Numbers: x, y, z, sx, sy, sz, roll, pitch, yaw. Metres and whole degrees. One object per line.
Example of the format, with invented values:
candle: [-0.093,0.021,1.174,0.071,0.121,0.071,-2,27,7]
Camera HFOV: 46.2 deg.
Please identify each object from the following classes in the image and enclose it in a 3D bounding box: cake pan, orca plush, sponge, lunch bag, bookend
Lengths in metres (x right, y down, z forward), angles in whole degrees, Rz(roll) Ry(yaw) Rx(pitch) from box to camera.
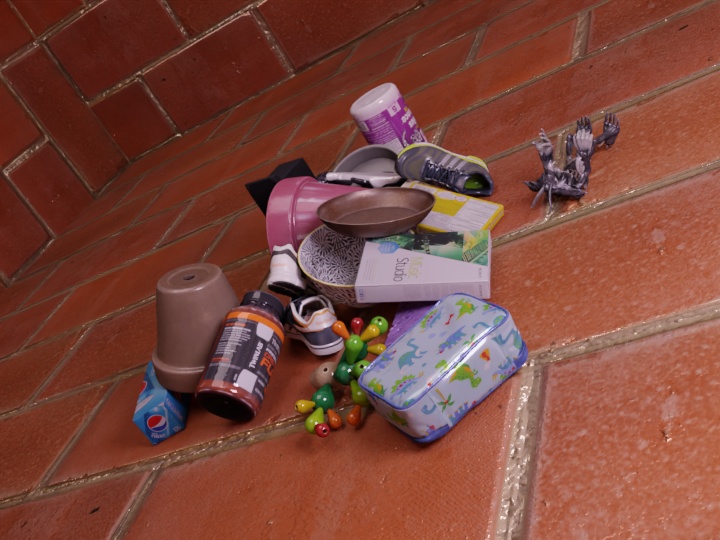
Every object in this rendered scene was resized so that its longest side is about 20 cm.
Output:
cake pan: [0.016,-0.158,1.701,0.199,0.037,0.201,-14,61,27]
orca plush: [0.002,-0.152,1.638,0.199,0.071,0.105,2,14,21]
sponge: [0.109,0.051,1.286,0.111,0.030,0.200,-20,26,28]
lunch bag: [0.104,0.120,1.090,0.200,0.083,0.161,-41,25,-16]
bookend: [-0.109,-0.162,1.776,0.092,0.200,0.199,-10,33,43]

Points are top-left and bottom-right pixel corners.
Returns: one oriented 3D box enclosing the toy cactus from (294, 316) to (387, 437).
toy cactus: [-0.037,0.149,1.211,0.165,0.102,0.201,-24,40,62]

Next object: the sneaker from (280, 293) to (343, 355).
sneaker: [-0.089,0.075,1.420,0.078,0.080,0.200,-21,19,-23]

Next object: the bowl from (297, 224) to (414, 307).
bowl: [0.000,0.000,1.413,0.200,0.095,0.201,-5,36,4]

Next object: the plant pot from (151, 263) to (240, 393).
plant pot: [-0.276,0.088,1.468,0.199,0.175,0.200,-7,25,3]

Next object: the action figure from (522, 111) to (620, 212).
action figure: [0.334,-0.185,1.364,0.119,0.102,0.200,10,46,43]

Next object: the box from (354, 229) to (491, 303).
box: [0.098,-0.008,1.286,0.199,0.036,0.145,-2,34,10]

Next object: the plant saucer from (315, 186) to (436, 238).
plant saucer: [0.027,-0.093,1.397,0.199,0.037,0.201,-6,20,2]

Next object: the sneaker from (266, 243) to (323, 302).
sneaker: [-0.100,0.012,1.459,0.073,0.200,0.080,-6,72,14]

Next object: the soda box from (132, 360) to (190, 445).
soda box: [-0.350,0.220,1.516,0.068,0.064,0.200,-30,22,8]

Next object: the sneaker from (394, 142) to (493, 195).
sneaker: [0.156,-0.177,1.514,0.199,0.074,0.081,5,26,-22]

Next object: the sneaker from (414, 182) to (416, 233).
sneaker: [0.081,-0.092,1.554,0.080,0.076,0.200,-29,22,26]

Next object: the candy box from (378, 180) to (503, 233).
candy box: [0.135,-0.098,1.451,0.199,0.026,0.102,19,53,33]

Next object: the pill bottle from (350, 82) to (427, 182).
pill bottle: [0.072,-0.279,1.763,0.112,0.200,0.112,-28,24,14]

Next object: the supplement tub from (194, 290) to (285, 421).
supplement tub: [-0.185,0.132,1.359,0.107,0.107,0.201,-14,46,39]

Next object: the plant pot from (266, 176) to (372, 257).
plant pot: [-0.053,-0.081,1.579,0.178,0.201,0.200,-5,33,22]
